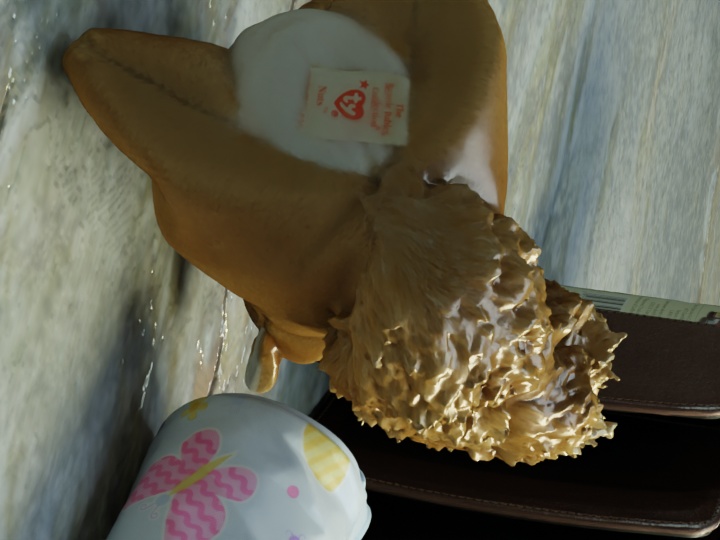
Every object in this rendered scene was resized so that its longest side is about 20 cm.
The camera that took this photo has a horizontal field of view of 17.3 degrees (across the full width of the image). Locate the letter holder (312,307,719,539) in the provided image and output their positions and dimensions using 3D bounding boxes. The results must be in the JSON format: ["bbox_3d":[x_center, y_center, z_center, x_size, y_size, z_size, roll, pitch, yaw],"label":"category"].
[{"bbox_3d":[0.067,0.087,1.053,0.142,0.199,0.101,-50,144,-59],"label":"letter holder"}]

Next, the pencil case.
[{"bbox_3d":[-0.063,0.139,0.847,0.083,0.090,0.201,79,24,-45],"label":"pencil case"}]

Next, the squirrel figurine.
[{"bbox_3d":[0.000,0.000,0.853,0.141,0.200,0.187,-30,159,-17],"label":"squirrel figurine"}]

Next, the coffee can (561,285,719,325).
[{"bbox_3d":[0.195,0.090,1.459,0.146,0.199,0.147,8,90,-72],"label":"coffee can"}]
